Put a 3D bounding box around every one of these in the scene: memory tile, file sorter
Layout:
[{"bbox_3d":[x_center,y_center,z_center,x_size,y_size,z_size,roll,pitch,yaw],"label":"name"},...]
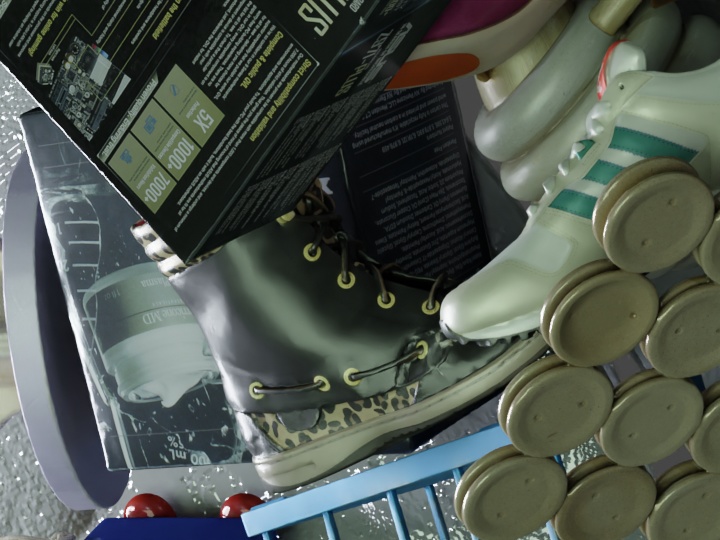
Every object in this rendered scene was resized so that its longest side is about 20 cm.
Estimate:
[{"bbox_3d":[0.133,0.042,1.125,0.201,0.152,0.017,-65,35,29],"label":"memory tile"},{"bbox_3d":[0.069,0.141,1.285,0.199,0.138,0.123,-22,81,43],"label":"file sorter"}]

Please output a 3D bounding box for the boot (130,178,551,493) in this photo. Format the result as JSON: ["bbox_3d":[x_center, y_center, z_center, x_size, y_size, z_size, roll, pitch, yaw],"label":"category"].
[{"bbox_3d":[0.000,0.000,1.214,0.199,0.073,0.151,-29,97,27],"label":"boot"}]

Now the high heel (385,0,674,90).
[{"bbox_3d":[0.059,-0.145,1.154,0.199,0.067,0.097,-17,78,3],"label":"high heel"}]

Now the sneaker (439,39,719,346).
[{"bbox_3d":[0.110,-0.045,1.129,0.199,0.070,0.094,-29,91,2],"label":"sneaker"}]

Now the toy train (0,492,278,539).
[{"bbox_3d":[-0.126,0.196,1.500,0.199,0.085,0.116,-4,116,34],"label":"toy train"}]

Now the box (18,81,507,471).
[{"bbox_3d":[-0.046,-0.012,1.350,0.199,0.124,0.198,-7,103,34],"label":"box"}]

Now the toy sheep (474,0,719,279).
[{"bbox_3d":[0.130,-0.065,1.216,0.200,0.138,0.138,41,124,-5],"label":"toy sheep"}]

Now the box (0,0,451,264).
[{"bbox_3d":[-0.055,-0.134,1.089,0.164,0.086,0.200,46,126,11],"label":"box"}]

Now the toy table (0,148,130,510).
[{"bbox_3d":[-0.202,0.034,1.442,0.116,0.184,0.201,-3,92,17],"label":"toy table"}]
